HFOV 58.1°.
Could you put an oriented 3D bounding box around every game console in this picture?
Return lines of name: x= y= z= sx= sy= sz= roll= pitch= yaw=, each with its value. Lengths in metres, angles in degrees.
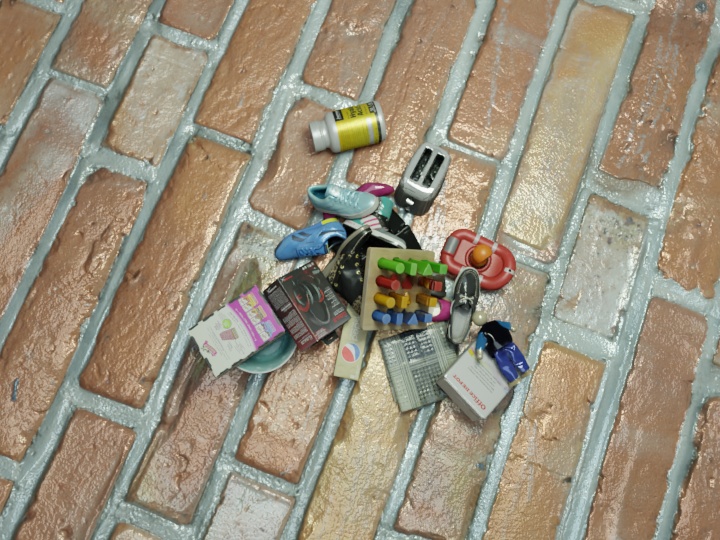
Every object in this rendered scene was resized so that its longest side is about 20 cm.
game console: x=0.046 y=-0.054 z=1.752 sx=0.199 sy=0.116 sz=0.177 roll=-35 pitch=112 yaw=-7

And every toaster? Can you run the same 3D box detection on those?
toaster: x=0.172 y=-0.255 z=1.735 sx=0.113 sy=0.129 sz=0.201 roll=29 pitch=80 yaw=3

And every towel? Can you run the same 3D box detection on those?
towel: x=0.162 y=0.253 z=1.697 sx=0.190 sy=0.035 sz=0.202 roll=-16 pitch=78 yaw=-8

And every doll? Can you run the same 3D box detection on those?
doll: x=0.342 y=0.187 z=1.611 sx=0.136 sy=0.049 sz=0.201 roll=-28 pitch=79 yaw=-21

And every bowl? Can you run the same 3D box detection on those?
bowl: x=-0.252 y=0.163 z=1.658 sx=0.198 sy=0.105 sz=0.203 roll=0 pitch=79 yaw=-1

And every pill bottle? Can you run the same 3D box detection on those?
pill bottle: x=-0.036 y=-0.384 z=1.761 sx=0.198 sy=0.111 sz=0.113 roll=-15 pitch=80 yaw=-5

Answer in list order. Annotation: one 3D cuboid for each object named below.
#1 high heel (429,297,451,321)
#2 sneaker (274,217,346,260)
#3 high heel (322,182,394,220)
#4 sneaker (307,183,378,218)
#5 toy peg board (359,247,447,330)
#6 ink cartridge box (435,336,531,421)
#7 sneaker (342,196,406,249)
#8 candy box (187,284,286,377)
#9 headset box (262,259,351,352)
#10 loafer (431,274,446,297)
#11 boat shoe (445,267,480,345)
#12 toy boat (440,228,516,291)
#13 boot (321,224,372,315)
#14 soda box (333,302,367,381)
high heel: x=0.163 y=0.088 z=1.689 sx=0.198 sy=0.096 sz=0.068 roll=14 pitch=79 yaw=1
sneaker: x=-0.131 y=-0.068 z=1.711 sx=0.198 sy=0.066 sz=0.079 roll=-24 pitch=57 yaw=-4
high heel: x=-0.004 y=-0.178 z=1.747 sx=0.198 sy=0.067 sz=0.097 roll=-8 pitch=70 yaw=12
sneaker: x=-0.053 y=-0.184 z=1.670 sx=0.198 sy=0.082 sz=0.075 roll=4 pitch=68 yaw=27
toy peg board: x=0.113 y=0.053 z=1.578 sx=0.198 sy=0.098 sz=0.202 roll=2 pitch=98 yaw=-32
ink cartridge box: x=0.312 y=0.262 z=1.650 sx=0.145 sy=0.084 sz=0.200 roll=46 pitch=69 yaw=6
sneaker: x=0.060 y=-0.126 z=1.681 sx=0.199 sy=0.084 sz=0.121 roll=27 pitch=77 yaw=34
candy box: x=-0.299 y=0.148 z=1.576 sx=0.199 sy=0.061 sz=0.137 roll=-33 pitch=83 yaw=-8
headset box: x=-0.125 y=0.094 z=1.608 sx=0.148 sy=0.075 sz=0.201 roll=-29 pitch=84 yaw=-50
loafer: x=0.135 y=0.020 z=1.703 sx=0.198 sy=0.073 sz=0.072 roll=12 pitch=89 yaw=-18
boat shoe: x=0.263 y=0.093 z=1.660 sx=0.073 sy=0.060 sz=0.202 roll=16 pitch=98 yaw=-2
toy boat: x=0.313 y=-0.033 z=1.698 sx=0.198 sy=0.131 sz=0.132 roll=25 pitch=80 yaw=3
boot: x=0.000 y=0.000 z=1.626 sx=0.151 sy=0.073 sz=0.200 roll=46 pitch=113 yaw=15
soda box: x=-0.019 y=0.181 z=1.684 sx=0.067 sy=0.064 sz=0.202 roll=11 pitch=80 yaw=0
